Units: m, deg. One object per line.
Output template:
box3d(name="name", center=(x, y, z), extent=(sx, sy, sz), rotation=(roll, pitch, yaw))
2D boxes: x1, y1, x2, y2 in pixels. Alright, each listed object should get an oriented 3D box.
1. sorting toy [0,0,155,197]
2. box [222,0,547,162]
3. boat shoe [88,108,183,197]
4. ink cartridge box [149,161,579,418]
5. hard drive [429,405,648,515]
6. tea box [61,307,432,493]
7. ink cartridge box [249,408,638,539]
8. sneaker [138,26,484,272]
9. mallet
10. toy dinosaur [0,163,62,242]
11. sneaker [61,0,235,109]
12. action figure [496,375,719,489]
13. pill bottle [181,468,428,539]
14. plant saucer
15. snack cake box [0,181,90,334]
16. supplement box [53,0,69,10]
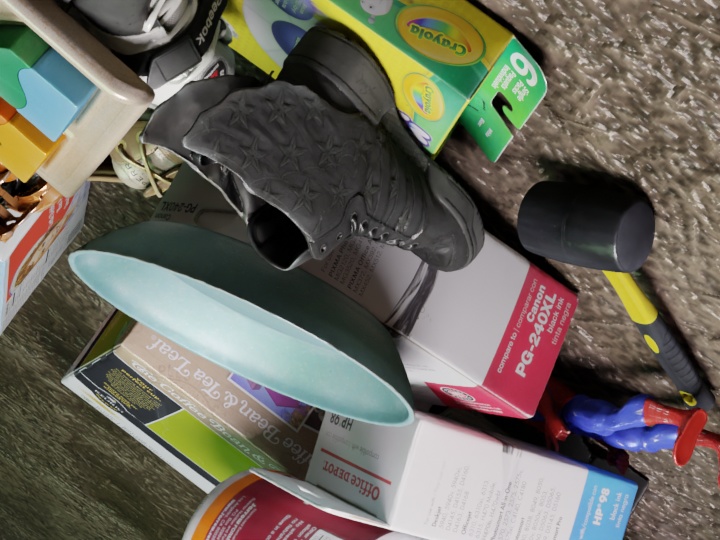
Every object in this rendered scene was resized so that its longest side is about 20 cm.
box3d(name="sorting toy", center=(-0.196, -0.114, 0.941), extent=(0.185, 0.037, 0.200), rotation=(41, 160, -7))
box3d(name="box", center=(-0.008, -0.119, 0.948), extent=(0.200, 0.048, 0.117), rotation=(33, 160, 1))
box3d(name="boat shoe", center=(-0.126, -0.078, 1.186), extent=(0.200, 0.066, 0.074), rotation=(4, 142, 51))
box3d(name="ink cartridge box", center=(0.000, 0.000, 1.087), extent=(0.200, 0.084, 0.145), rotation=(34, 164, -33))
box3d(name="hard drive", center=(0.102, 0.137, 1.347), extent=(0.140, 0.038, 0.200), rotation=(37, 160, -4))
box3d(name="tea box", center=(-0.076, 0.074, 1.347), extent=(0.200, 0.134, 0.197), rotation=(38, 160, -11))
box3d(name="ink cartridge box", center=(0.049, 0.122, 1.146), extent=(0.200, 0.067, 0.116), rotation=(19, 178, -28))
box3d(name="sneaker", center=(-0.016, -0.037, 0.926), extent=(0.060, 0.104, 0.200), rotation=(16, 153, 41))
box3d(name="mallet", center=(0.156, 0.021, 1.023), extent=(0.066, 0.041, 0.200), rotation=(9, 152, 45))
box3d(name="toy dinosaur", center=(-0.208, -0.074, 1.128), extent=(0.136, 0.200, 0.102), rotation=(14, 134, 47))
box3d(name="sneaker", center=(-0.092, -0.122, 0.917), extent=(0.088, 0.074, 0.200), rotation=(36, 169, -4))
box3d(name="action figure", center=(0.140, 0.091, 1.154), extent=(0.065, 0.052, 0.200), rotation=(25, 175, -32))
box3d(name="pill bottle", center=(-0.009, 0.199, 1.164), extent=(0.200, 0.113, 0.113), rotation=(18, 153, 43))
box3d(name="plant saucer", center=(-0.056, 0.023, 1.014), extent=(0.200, 0.036, 0.200), rotation=(24, 166, 6))
box3d(name="snack cake box", center=(-0.254, -0.038, 1.404), extent=(0.067, 0.115, 0.200), rotation=(35, 159, 1))
box3d(name="supplement box", center=(-0.189, -0.174, 1.018), extent=(0.109, 0.109, 0.200), rotation=(26, 157, 23))
